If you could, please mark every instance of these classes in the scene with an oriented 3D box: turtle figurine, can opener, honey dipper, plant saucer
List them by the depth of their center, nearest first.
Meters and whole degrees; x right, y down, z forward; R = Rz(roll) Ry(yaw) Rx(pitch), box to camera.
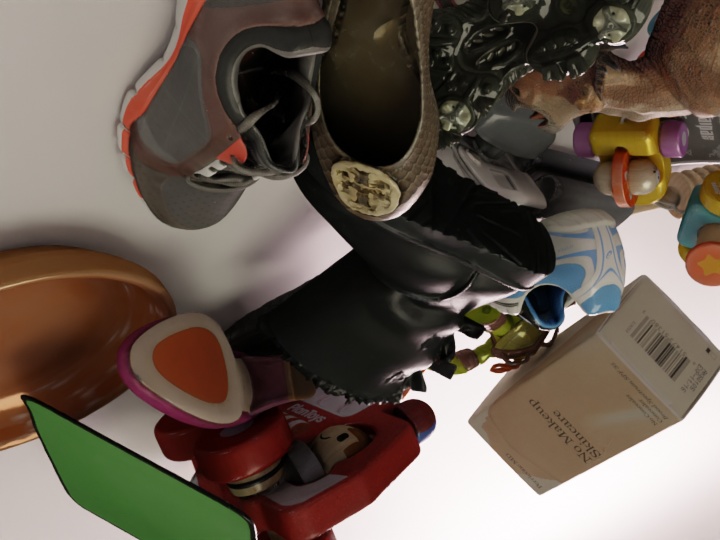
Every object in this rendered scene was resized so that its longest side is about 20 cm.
[{"bbox_3d":[-0.205,0.046,0.783,0.200,0.037,0.200,-22,156,-10],"label":"plant saucer"},{"bbox_3d":[0.124,-0.063,0.880,0.066,0.053,0.200,-40,153,24],"label":"can opener"},{"bbox_3d":[0.190,-0.044,1.008,0.200,0.038,0.038,-14,152,-23],"label":"honey dipper"},{"bbox_3d":[0.111,0.044,1.062,0.200,0.064,0.161,-27,156,0],"label":"turtle figurine"}]

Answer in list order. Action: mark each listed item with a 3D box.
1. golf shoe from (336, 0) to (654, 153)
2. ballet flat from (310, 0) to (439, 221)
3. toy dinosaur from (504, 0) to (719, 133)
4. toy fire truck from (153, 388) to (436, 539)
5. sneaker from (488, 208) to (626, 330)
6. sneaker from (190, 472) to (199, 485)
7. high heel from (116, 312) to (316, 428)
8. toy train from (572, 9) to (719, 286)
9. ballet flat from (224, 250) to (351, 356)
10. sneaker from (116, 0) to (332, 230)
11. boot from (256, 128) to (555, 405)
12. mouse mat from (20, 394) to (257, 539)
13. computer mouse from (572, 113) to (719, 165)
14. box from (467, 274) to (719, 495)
[{"bbox_3d":[0.056,-0.118,0.674,0.200,0.077,0.088,-18,-153,31],"label":"golf shoe"},{"bbox_3d":[0.007,-0.100,0.621,0.067,0.046,0.200,15,130,9],"label":"ballet flat"},{"bbox_3d":[0.181,-0.133,0.700,0.200,0.136,0.086,-49,-172,-3],"label":"toy dinosaur"},{"bbox_3d":[-0.038,0.129,0.966,0.168,0.112,0.200,-29,-164,-23],"label":"toy fire truck"},{"bbox_3d":[0.098,0.005,0.900,0.072,0.073,0.200,0,175,-28],"label":"sneaker"},{"bbox_3d":[-0.053,0.156,1.120,0.200,0.078,0.077,-4,160,-35],"label":"sneaker"},{"bbox_3d":[-0.110,0.071,0.825,0.096,0.068,0.200,-12,164,23],"label":"high heel"},{"bbox_3d":[0.210,-0.059,0.816,0.200,0.056,0.150,42,142,-22],"label":"toy train"},{"bbox_3d":[-0.018,0.021,0.914,0.200,0.057,0.066,-29,135,19],"label":"ballet flat"},{"bbox_3d":[-0.063,-0.067,0.649,0.077,0.082,0.200,-15,152,-26],"label":"sneaker"},{"bbox_3d":[0.000,-0.001,0.805,0.198,0.073,0.162,26,132,-31],"label":"boot"},{"bbox_3d":[-0.132,0.149,0.857,0.008,0.161,0.200,-58,168,-26],"label":"mouse mat"},{"bbox_3d":[0.230,-0.101,0.838,0.200,0.044,0.110,7,144,25],"label":"computer mouse"},{"bbox_3d":[0.179,0.094,1.063,0.078,0.095,0.200,-44,178,-35],"label":"box"}]
